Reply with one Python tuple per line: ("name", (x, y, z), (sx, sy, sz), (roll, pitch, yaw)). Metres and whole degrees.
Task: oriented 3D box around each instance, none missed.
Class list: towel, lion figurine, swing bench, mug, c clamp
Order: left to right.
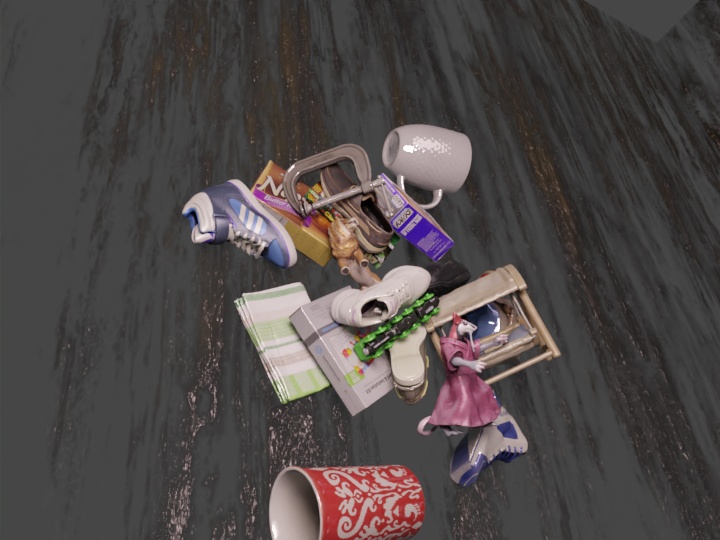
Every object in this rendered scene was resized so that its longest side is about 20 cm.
("towel", (-0.113, 0.116, 1.143), (0.148, 0.031, 0.201), (-13, 66, -41))
("c clamp", (-0.049, -0.155, 1.243), (0.027, 0.198, 0.173), (54, 24, -66))
("mug", (-0.020, 0.364, 0.971), (0.198, 0.179, 0.133), (6, 17, -38))
("lion figurine", (0.000, 0.000, 1.247), (0.123, 0.072, 0.201), (-116, -179, -61))
("mug", (0.144, -0.239, 1.555), (0.174, 0.147, 0.202), (9, 82, -24))
("swing bench", (0.231, 0.112, 1.246), (0.130, 0.197, 0.202), (50, 15, -77))

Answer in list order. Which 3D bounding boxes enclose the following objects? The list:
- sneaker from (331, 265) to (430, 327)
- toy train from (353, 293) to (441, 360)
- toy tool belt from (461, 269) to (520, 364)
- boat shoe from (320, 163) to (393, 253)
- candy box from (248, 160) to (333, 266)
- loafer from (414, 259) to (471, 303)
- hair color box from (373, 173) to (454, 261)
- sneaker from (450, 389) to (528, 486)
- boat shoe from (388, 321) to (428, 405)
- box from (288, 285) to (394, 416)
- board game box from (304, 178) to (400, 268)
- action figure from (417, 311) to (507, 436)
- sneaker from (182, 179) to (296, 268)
("sneaker", (0.052, 0.053, 1.154), (0.199, 0.099, 0.076), (-24, 111, -27))
("toy train", (0.066, 0.097, 1.172), (0.199, 0.056, 0.042), (-31, 95, -38))
("toy tool belt", (0.248, 0.095, 1.357), (0.122, 0.125, 0.202), (1, 74, -31))
("boat shoe", (0.000, -0.131, 1.282), (0.201, 0.073, 0.074), (54, 41, 5))
("candy box", (-0.124, -0.111, 1.298), (0.199, 0.056, 0.117), (35, 43, -12))
("loafer", (0.155, 0.019, 1.399), (0.200, 0.068, 0.071), (-16, 59, -49))
("hair color box", (0.103, -0.107, 1.385), (0.199, 0.065, 0.110), (30, 19, -48))
("sneaker", (0.246, 0.317, 1.213), (0.115, 0.081, 0.200), (39, 41, 0))
("boat shoe", (0.084, 0.154, 1.176), (0.071, 0.061, 0.202), (-6, 27, 6))
("box", (-0.016, 0.135, 1.169), (0.155, 0.041, 0.201), (-21, 75, -55))
("board game box", (-0.013, -0.105, 1.325), (0.200, 0.023, 0.105), (45, 39, -7))
("action figure", (0.171, 0.171, 1.142), (0.133, 0.148, 0.202), (2, 76, -55))
("sneaker", (-0.222, -0.058, 1.174), (0.201, 0.081, 0.146), (51, 51, 4))
